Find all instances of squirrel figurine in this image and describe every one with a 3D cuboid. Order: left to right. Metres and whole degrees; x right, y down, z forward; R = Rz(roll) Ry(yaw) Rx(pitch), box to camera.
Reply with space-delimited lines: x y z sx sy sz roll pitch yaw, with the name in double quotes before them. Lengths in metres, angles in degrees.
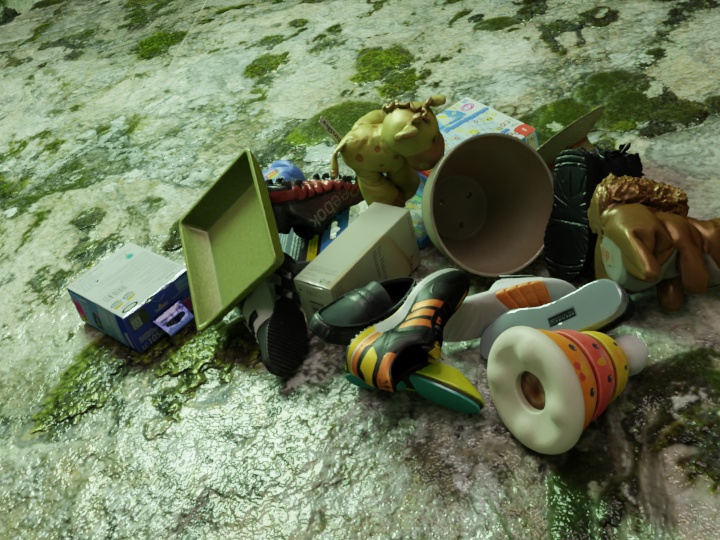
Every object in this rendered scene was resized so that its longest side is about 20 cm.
"squirrel figurine" 0.402 -0.051 1.056 0.185 0.142 0.202 -11 60 -7

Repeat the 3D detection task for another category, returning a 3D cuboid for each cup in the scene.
"cup" 0.170 -0.095 1.204 0.199 0.202 0.143 -25 9 -14

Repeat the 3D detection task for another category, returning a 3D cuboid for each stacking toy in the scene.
"stacking toy" 0.260 0.114 0.945 0.198 0.148 0.146 -16 32 -30

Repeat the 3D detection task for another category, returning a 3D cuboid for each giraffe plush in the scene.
"giraffe plush" 0.060 -0.195 1.226 0.161 0.199 0.174 -18 54 40

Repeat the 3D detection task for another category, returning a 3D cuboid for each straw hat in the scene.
"straw hat" 0.336 -0.168 1.298 0.200 0.201 0.085 -33 81 -23

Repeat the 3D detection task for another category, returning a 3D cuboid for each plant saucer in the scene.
"plant saucer" -0.183 -0.041 1.187 0.199 0.048 0.202 -39 55 35

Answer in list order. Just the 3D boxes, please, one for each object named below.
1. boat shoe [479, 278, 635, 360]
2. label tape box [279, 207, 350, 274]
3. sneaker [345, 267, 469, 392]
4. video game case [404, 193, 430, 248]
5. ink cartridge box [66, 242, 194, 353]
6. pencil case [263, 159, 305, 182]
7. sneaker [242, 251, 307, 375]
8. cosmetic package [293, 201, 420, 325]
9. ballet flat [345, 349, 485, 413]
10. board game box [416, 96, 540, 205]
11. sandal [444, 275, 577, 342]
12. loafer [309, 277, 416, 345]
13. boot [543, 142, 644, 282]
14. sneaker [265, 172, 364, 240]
"boat shoe" 0.248 0.073 1.025 0.198 0.068 0.074 -31 52 25
"label tape box" -0.110 -0.031 1.300 0.198 0.064 0.145 -7 37 9
"sneaker" 0.079 0.077 0.986 0.199 0.070 0.090 -37 41 -24
"video game case" 0.109 -0.115 1.372 0.142 0.018 0.200 20 48 39
"ink cartridge box" -0.346 0.043 1.275 0.199 0.077 0.136 18 48 39
"pencil case" -0.189 -0.126 1.441 0.199 0.078 0.087 -36 70 -27
"sneaker" -0.129 0.075 1.170 0.088 0.074 0.201 -35 41 31
"cosmetic package" 0.000 0.000 1.186 0.073 0.104 0.200 15 47 36
"ballet flat" 0.070 0.124 1.021 0.198 0.067 0.067 8 58 32
"board game box" 0.168 -0.200 1.383 0.195 0.056 0.200 -33 39 -13
"sandal" 0.187 0.042 1.082 0.204 0.080 0.059 -9 28 6
"loafer" 0.007 0.047 1.083 0.068 0.071 0.200 39 30 25
"boot" 0.341 -0.086 1.172 0.161 0.201 0.073 -5 10 -44
"sneaker" -0.065 -0.100 1.266 0.199 0.099 0.070 -12 15 -39
